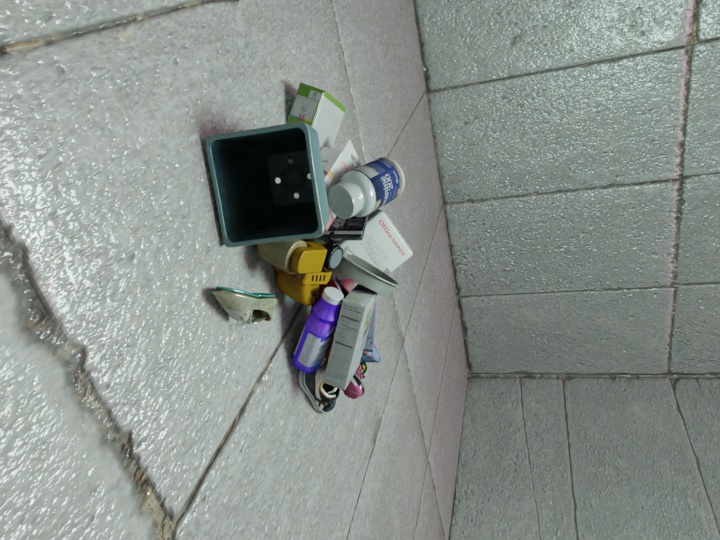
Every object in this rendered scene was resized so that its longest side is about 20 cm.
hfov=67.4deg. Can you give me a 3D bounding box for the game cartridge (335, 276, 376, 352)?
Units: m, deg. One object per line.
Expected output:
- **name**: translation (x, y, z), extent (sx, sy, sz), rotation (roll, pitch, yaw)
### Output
- **game cartridge**: translation (-0.020, 0.116, 1.470), extent (0.039, 0.126, 0.204), rotation (103, -8, -67)

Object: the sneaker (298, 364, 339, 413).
- **sneaker**: translation (-0.083, 0.296, 1.329), extent (0.201, 0.078, 0.080), rotation (63, 29, -53)

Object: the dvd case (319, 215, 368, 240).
- **dvd case**: translation (-0.048, -0.152, 1.400), extent (0.016, 0.145, 0.203), rotation (75, 21, -45)

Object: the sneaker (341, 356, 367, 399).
- **sneaker**: translation (-0.018, 0.257, 1.371), extent (0.200, 0.086, 0.075), rotation (-152, -130, -69)

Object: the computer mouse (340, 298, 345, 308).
- **computer mouse**: translation (-0.041, 0.103, 1.316), extent (0.200, 0.033, 0.060), rotation (62, 49, -72)

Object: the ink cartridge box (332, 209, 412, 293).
- **ink cartridge box**: translation (0.016, -0.043, 1.419), extent (0.147, 0.199, 0.083), rotation (52, 0, -15)

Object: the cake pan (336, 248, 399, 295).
- **cake pan**: translation (0.000, 0.000, 1.278), extent (0.037, 0.198, 0.200), rotation (-59, 161, 6)

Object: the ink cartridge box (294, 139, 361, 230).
- **ink cartridge box**: translation (-0.078, -0.219, 1.342), extent (0.202, 0.066, 0.117), rotation (-60, 148, -20)

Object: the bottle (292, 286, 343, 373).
- **bottle**: translation (-0.092, 0.132, 1.212), extent (0.083, 0.064, 0.203), rotation (-35, 151, -61)

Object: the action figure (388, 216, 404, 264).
- **action figure**: translation (0.050, -0.097, 1.514), extent (0.199, 0.118, 0.103), rotation (39, 52, -16)

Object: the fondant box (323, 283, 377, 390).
- **fondant box**: translation (-0.021, 0.149, 1.243), extent (0.144, 0.057, 0.204), rotation (-44, 150, -72)

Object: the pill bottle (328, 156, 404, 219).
- **pill bottle**: translation (0.014, -0.199, 1.325), extent (0.199, 0.109, 0.113), rotation (-34, 121, -43)

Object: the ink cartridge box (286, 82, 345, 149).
- **ink cartridge box**: translation (-0.123, -0.335, 1.337), extent (0.204, 0.075, 0.147), rotation (-69, 163, 7)

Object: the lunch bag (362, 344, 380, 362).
- **lunch bag**: translation (-0.018, 0.161, 1.562), extent (0.151, 0.092, 0.204), rotation (47, 31, -62)

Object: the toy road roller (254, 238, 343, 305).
- **toy road roller**: translation (-0.137, -0.004, 1.150), extent (0.199, 0.121, 0.149), rotation (0, 112, -61)

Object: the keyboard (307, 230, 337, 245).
- **keyboard**: translation (-0.108, -0.090, 1.175), extent (0.200, 0.124, 0.021), rotation (-102, -149, -76)

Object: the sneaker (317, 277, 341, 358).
- **sneaker**: translation (-0.090, 0.118, 1.347), extent (0.112, 0.070, 0.205), rotation (9, 80, -74)

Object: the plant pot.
- **plant pot**: translation (-0.154, -0.171, 1.043), extent (0.200, 0.191, 0.201), rotation (-56, 139, -73)

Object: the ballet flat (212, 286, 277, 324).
- **ballet flat**: translation (-0.210, 0.069, 1.014), extent (0.199, 0.066, 0.064), rotation (19, 78, -70)
